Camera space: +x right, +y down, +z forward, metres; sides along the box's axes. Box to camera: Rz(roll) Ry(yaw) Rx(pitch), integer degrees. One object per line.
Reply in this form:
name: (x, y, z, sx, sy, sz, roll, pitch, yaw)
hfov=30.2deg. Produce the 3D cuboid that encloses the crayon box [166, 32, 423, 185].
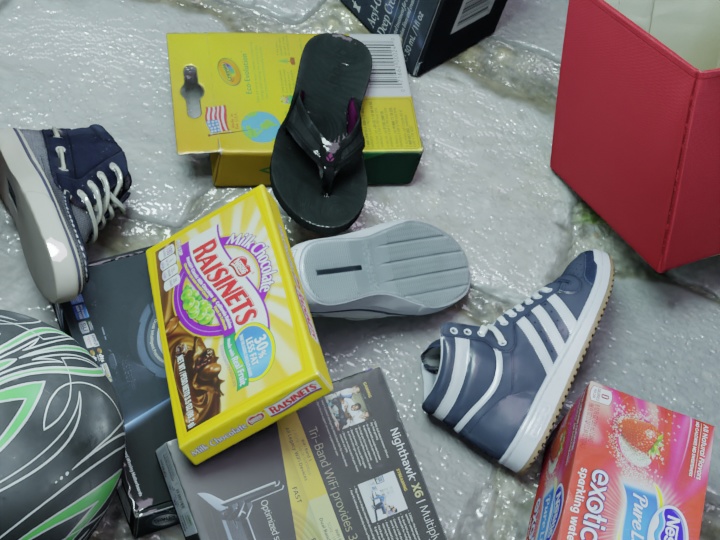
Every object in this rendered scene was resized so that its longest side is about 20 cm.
crayon box: (-0.058, -0.134, 1.098, 0.200, 0.051, 0.127, -1, 60, -13)

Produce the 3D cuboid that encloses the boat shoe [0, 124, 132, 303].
boat shoe: (-0.205, -0.051, 0.974, 0.093, 0.075, 0.200, -11, 39, -22)

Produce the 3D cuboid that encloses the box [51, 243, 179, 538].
box: (-0.119, 0.073, 0.964, 0.160, 0.044, 0.200, -15, 64, -20)

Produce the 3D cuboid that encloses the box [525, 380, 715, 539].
box: (0.172, 0.193, 0.926, 0.100, 0.096, 0.200, 20, 57, -1)

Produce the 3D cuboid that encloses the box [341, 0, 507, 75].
box: (0.037, -0.301, 1.160, 0.107, 0.148, 0.200, -32, 70, -27)

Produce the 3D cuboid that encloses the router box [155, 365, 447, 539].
router box: (-0.027, 0.183, 0.882, 0.157, 0.052, 0.200, -18, 82, -20)

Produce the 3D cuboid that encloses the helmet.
helmet: (-0.244, 0.116, 0.828, 0.191, 0.200, 0.200, -45, 75, 0)

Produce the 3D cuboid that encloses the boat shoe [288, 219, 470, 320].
boat shoe: (0.000, 0.000, 1.005, 0.200, 0.067, 0.074, 3, 77, -47)

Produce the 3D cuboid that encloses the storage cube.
storage cube: (0.273, -0.133, 1.065, 0.171, 0.180, 0.200, -14, 39, -20)

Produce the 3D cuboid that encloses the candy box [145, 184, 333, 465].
candy box: (-0.086, 0.030, 0.889, 0.102, 0.026, 0.200, -28, 41, 6)

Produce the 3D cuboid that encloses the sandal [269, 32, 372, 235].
sandal: (-0.028, -0.116, 1.029, 0.075, 0.048, 0.201, 7, 54, -6)

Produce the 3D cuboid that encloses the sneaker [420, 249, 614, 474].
sneaker: (0.116, 0.046, 1.017, 0.108, 0.070, 0.200, 27, 61, 2)
